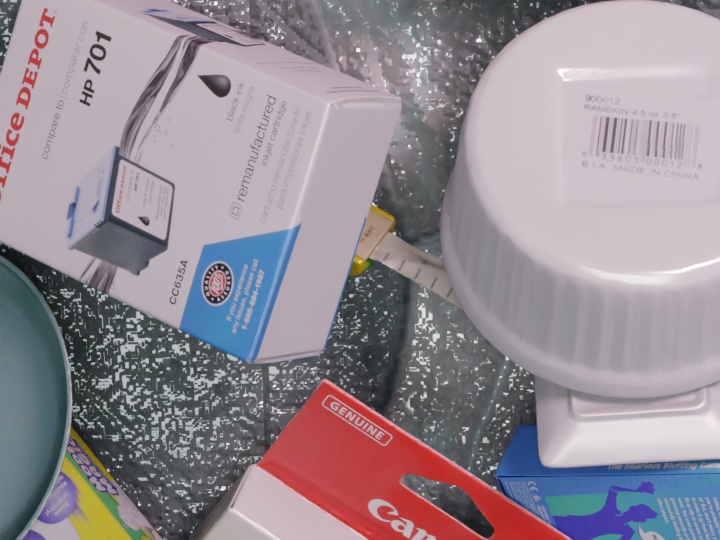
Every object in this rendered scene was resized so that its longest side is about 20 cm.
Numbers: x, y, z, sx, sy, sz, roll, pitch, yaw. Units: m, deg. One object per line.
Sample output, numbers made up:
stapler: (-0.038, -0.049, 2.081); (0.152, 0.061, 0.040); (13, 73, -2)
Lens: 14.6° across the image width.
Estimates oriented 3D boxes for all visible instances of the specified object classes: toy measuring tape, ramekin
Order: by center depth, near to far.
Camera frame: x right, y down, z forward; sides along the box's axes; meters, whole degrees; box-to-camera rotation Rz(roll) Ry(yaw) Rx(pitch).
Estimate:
ramekin: (0.141, -0.043, 1.451); (0.199, 0.098, 0.201); (-1, 59, 2)
toy measuring tape: (0.000, 0.000, 1.524); (0.199, 0.074, 0.074); (28, 103, 16)

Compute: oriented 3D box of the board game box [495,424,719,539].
board game box: (0.191, 0.149, 1.512); (0.199, 0.045, 0.152); (-3, 128, 29)

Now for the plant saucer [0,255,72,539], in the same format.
plant saucer: (-0.236, 0.082, 1.547); (0.199, 0.036, 0.201); (-5, 78, 25)

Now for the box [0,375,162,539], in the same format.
box: (-0.171, 0.170, 1.558); (0.117, 0.048, 0.200); (-45, 75, 11)

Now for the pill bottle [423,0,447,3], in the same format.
pill bottle: (0.117, -0.212, 1.461); (0.199, 0.113, 0.113); (-11, 102, 6)

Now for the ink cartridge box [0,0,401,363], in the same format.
ink cartridge box: (-0.097, -0.056, 1.478); (0.199, 0.086, 0.147); (24, 104, 24)

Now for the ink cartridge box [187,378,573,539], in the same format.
ink cartridge box: (0.015, 0.173, 1.550); (0.200, 0.045, 0.176); (33, 134, -5)

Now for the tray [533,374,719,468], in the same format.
tray: (0.142, 0.010, 1.491); (0.107, 0.022, 0.201); (-4, 58, 4)
